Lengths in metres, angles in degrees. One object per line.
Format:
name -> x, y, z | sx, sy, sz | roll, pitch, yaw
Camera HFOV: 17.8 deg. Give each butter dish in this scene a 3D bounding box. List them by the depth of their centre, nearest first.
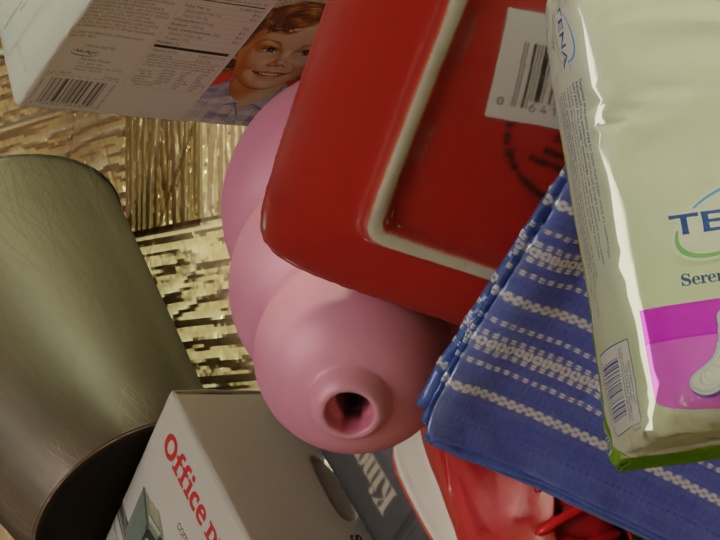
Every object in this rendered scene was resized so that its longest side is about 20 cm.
butter dish -> 0.084, -0.082, 0.851 | 0.148, 0.199, 0.200 | -79, 8, -54

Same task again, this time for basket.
basket -> -0.162, 0.055, 1.191 | 0.200, 0.179, 0.137 | 51, 142, 37

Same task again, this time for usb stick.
usb stick -> 0.013, 0.090, 1.043 | 0.200, 0.032, 0.056 | 58, 134, 41

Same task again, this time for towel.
towel -> 0.121, 0.015, 0.805 | 0.024, 0.144, 0.201 | -74, 11, -55

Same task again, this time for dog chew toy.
dog chew toy -> 0.000, 0.000, 0.944 | 0.200, 0.124, 0.125 | -86, 18, -58

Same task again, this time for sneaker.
sneaker -> 0.081, 0.093, 0.905 | 0.200, 0.078, 0.116 | 56, 133, 40

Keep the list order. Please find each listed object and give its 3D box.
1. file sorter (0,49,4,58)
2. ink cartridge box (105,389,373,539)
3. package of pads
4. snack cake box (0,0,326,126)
file sorter -> -0.166, -0.213, 1.246 | 0.200, 0.124, 0.140 | -33, 62, 50
ink cartridge box -> -0.066, 0.176, 1.107 | 0.146, 0.084, 0.201 | 56, 132, 42
package of pads -> 0.162, -0.031, 0.692 | 0.068, 0.199, 0.155 | 90, 172, -75
snack cake box -> -0.044, -0.120, 0.991 | 0.115, 0.199, 0.068 | -45, 52, 44
